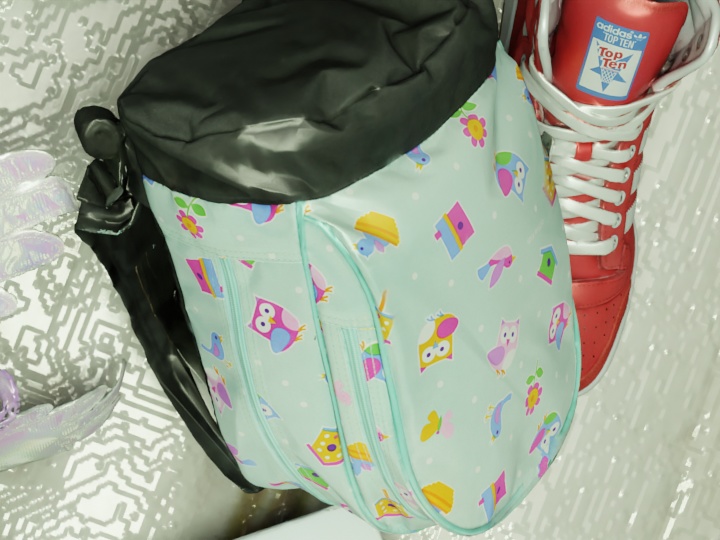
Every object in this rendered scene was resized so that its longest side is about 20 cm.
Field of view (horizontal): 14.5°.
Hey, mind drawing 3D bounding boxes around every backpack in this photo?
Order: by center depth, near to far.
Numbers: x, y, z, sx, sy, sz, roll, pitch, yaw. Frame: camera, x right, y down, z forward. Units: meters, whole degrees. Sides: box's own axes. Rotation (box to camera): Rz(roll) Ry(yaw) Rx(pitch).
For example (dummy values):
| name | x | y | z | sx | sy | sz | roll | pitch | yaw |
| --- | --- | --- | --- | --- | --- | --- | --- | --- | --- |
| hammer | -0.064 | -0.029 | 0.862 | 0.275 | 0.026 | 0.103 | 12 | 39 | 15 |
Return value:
| name | x | y | z | sx | sy | sz | roll | pitch | yaw |
| --- | --- | --- | --- | --- | --- | --- | --- | --- | --- |
| backpack | 0.000 | 0.000 | 1.001 | 0.167 | 0.127 | 0.200 | -37 | 130 | -35 |

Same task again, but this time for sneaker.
| name | x | y | z | sx | sy | sz | roll | pitch | yaw |
| --- | --- | --- | --- | --- | --- | --- | --- | --- | --- |
| sneaker | 0.084 | -0.047 | 1.051 | 0.071 | 0.112 | 0.200 | 3 | 93 | -9 |

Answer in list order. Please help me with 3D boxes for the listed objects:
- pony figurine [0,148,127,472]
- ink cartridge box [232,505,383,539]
| name | x | y | z | sx | sy | sz | roll | pitch | yaw |
| --- | --- | --- | --- | --- | --- | --- | --- | --- | --- |
| pony figurine | -0.176 | 0.062 | 0.983 | 0.193 | 0.200 | 0.167 | -13 | 136 | -3 |
| ink cartridge box | -0.040 | 0.201 | 1.037 | 0.160 | 0.047 | 0.200 | -18 | 67 | -8 |
